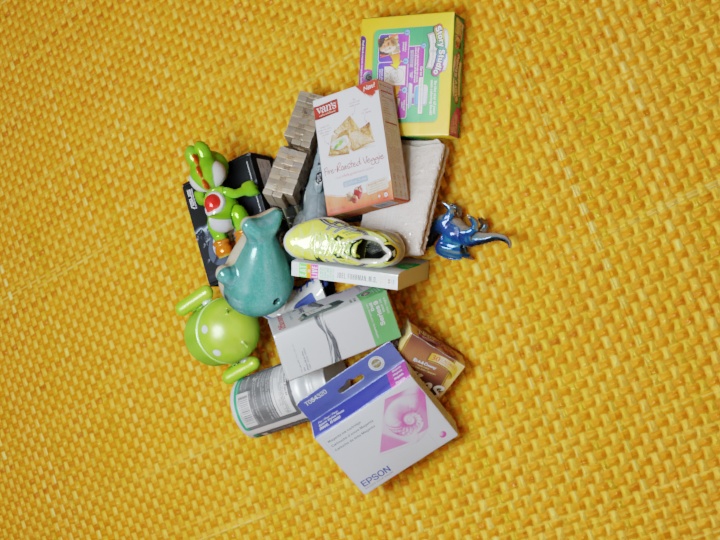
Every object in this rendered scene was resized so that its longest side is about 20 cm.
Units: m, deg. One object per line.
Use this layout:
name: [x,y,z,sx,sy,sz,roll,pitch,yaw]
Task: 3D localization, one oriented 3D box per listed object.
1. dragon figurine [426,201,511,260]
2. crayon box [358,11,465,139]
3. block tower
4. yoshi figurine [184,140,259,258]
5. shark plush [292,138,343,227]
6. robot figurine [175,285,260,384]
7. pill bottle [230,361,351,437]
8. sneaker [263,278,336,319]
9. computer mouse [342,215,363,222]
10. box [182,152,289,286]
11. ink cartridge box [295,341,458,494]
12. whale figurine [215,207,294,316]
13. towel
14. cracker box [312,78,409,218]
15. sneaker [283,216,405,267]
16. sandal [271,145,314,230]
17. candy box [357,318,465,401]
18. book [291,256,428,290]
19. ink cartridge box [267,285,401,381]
dragon figurine: [0.160,-0.048,1.477,0.199,0.059,0.101,29,105,28]
crayon box: [0.084,-0.324,1.515,0.170,0.058,0.204,4,92,25]
block tower: [-0.109,-0.210,1.573,0.053,0.058,0.203,15,76,11]
yoshi figurine: [-0.243,-0.132,1.580,0.112,0.111,0.203,-12,101,65]
shark plush: [-0.060,-0.141,1.536,0.089,0.083,0.203,13,78,7]
robot figurine: [-0.249,0.110,1.613,0.177,0.115,0.199,59,155,-6]
pill bottle: [-0.123,0.218,1.591,0.198,0.113,0.115,-21,81,24]
sneaker: [-0.102,0.049,1.606,0.198,0.080,0.116,27,98,17]
computer mouse: [0.027,-0.113,1.565,0.197,0.034,0.060,-1,74,21]
box: [-0.219,-0.091,1.652,0.162,0.086,0.203,-20,82,26]
ink cartridge box: [0.027,0.245,1.465,0.195,0.043,0.201,-35,113,12]
whale figurine: [-0.162,-0.006,1.490,0.104,0.158,0.202,47,141,30]
towel: [0.071,-0.123,1.498,0.131,0.034,0.203,4,75,38]
cracker box: [-0.001,-0.199,1.489,0.132,0.057,0.203,-13,81,32]
sneaker: [-0.028,-0.046,1.433,0.197,0.076,0.077,3,95,9]
sandal: [-0.110,-0.130,1.608,0.079,0.057,0.204,-11,77,2]
candy box: [0.069,0.193,1.497,0.116,0.057,0.201,31,106,-16]
book: [0.000,0.000,1.515,0.197,0.133,0.049,7,102,25]
ink cartridge box: [-0.047,0.096,1.484,0.197,0.146,0.085,-21,100,-7]
